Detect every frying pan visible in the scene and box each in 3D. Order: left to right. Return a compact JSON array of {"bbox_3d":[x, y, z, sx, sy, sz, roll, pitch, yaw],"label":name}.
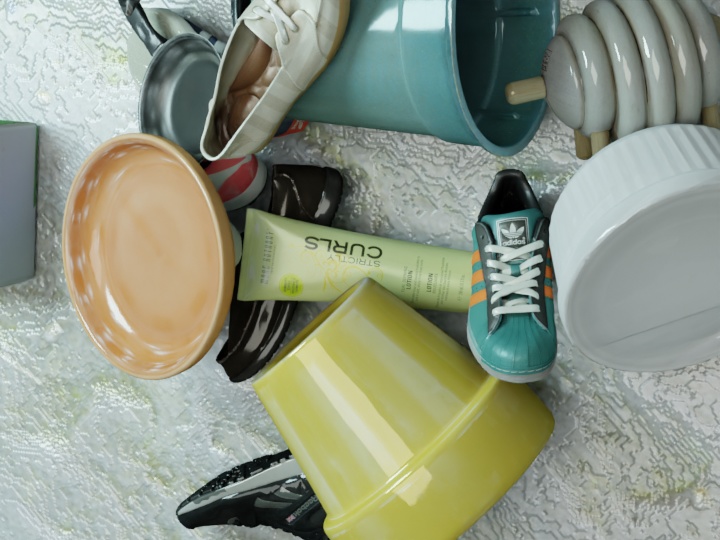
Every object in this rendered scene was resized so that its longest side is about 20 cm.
[{"bbox_3d":[-0.164,-0.154,1.765,0.190,0.031,0.116,39,113,42],"label":"frying pan"}]

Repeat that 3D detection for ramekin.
[{"bbox_3d":[0.235,-0.022,1.620,0.202,0.202,0.095,-39,44,21],"label":"ramekin"}]

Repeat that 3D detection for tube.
[{"bbox_3d":[0.000,0.000,1.747,0.198,0.052,0.058,8,59,0],"label":"tube"}]

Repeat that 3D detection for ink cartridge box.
[{"bbox_3d":[-0.398,-0.068,1.910,0.199,0.084,0.147,7,99,21],"label":"ink cartridge box"}]

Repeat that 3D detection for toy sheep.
[{"bbox_3d":[0.209,-0.150,1.638,0.199,0.138,0.139,-14,92,-12],"label":"toy sheep"}]

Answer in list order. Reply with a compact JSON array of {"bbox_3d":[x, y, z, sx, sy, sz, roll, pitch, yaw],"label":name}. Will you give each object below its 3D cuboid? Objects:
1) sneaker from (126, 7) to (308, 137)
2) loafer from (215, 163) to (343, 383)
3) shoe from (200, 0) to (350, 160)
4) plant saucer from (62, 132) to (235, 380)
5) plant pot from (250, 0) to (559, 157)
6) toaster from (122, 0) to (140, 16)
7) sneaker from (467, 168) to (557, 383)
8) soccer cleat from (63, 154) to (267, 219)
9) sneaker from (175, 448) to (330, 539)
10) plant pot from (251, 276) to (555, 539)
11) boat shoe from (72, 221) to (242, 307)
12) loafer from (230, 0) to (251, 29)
[{"bbox_3d":[-0.119,-0.162,1.803,0.200,0.084,0.075,37,112,39],"label":"sneaker"},{"bbox_3d":[-0.083,-0.003,1.796,0.071,0.073,0.201,22,96,-12],"label":"loafer"},{"bbox_3d":[-0.068,-0.161,1.620,0.070,0.053,0.201,43,126,19],"label":"shoe"},{"bbox_3d":[-0.168,-0.013,1.733,0.199,0.037,0.202,8,101,43],"label":"plant saucer"},{"bbox_3d":[0.031,-0.193,1.682,0.195,0.200,0.202,3,98,29],"label":"plant pot"},{"bbox_3d":[-0.166,-0.349,1.734,0.180,0.118,0.201,-25,62,23],"label":"toaster"},{"bbox_3d":[0.116,0.000,1.657,0.071,0.201,0.080,-3,129,0],"label":"sneaker"},{"bbox_3d":[-0.179,-0.074,1.818,0.199,0.073,0.069,-14,51,24],"label":"soccer cleat"},{"bbox_3d":[-0.065,0.202,1.824,0.199,0.076,0.088,-22,95,22],"label":"sneaker"},{"bbox_3d":[0.021,0.117,1.692,0.201,0.201,0.189,-42,93,20],"label":"plant pot"},{"bbox_3d":[-0.162,-0.003,1.809,0.199,0.068,0.075,-15,70,45],"label":"boat shoe"},{"bbox_3d":[-0.062,-0.281,1.760,0.068,0.070,0.202,19,102,18],"label":"loafer"}]
